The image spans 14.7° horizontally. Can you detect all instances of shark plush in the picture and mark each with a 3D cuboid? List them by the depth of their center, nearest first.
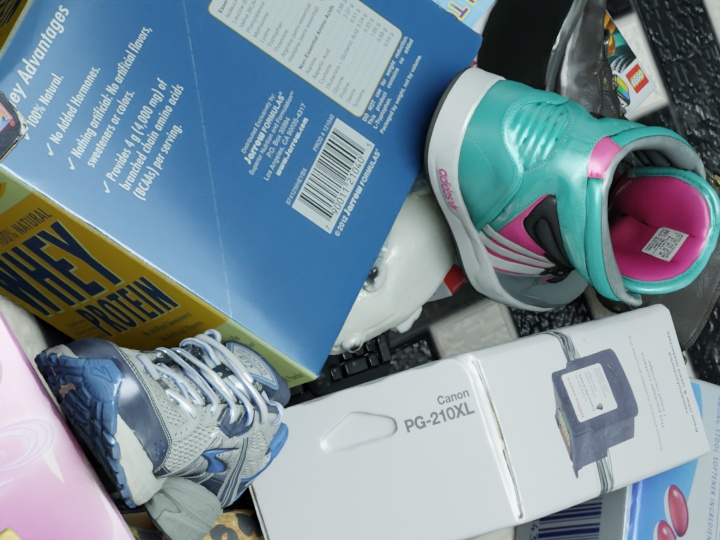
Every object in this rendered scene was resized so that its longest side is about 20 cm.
[{"bbox_3d":[0.000,0.000,1.402,0.200,0.083,0.091,-60,142,-6],"label":"shark plush"}]

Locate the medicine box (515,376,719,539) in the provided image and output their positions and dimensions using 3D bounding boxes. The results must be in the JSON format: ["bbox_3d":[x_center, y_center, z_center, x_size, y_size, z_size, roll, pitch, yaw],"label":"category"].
[{"bbox_3d":[0.187,0.164,1.513,0.200,0.103,0.182,16,73,-32],"label":"medicine box"}]

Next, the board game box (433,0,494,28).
[{"bbox_3d":[0.008,-0.221,1.381,0.196,0.200,0.056,34,22,-15],"label":"board game box"}]

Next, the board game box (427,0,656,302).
[{"bbox_3d":[0.064,-0.092,1.511,0.200,0.035,0.126,-45,107,-33],"label":"board game box"}]

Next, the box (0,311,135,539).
[{"bbox_3d":[-0.193,0.135,1.209,0.176,0.097,0.200,-31,102,-12],"label":"box"}]

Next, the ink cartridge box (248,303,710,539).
[{"bbox_3d":[0.057,0.083,1.359,0.200,0.145,0.084,-11,83,-57],"label":"ink cartridge box"}]

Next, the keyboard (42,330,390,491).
[{"bbox_3d":[-0.070,0.025,1.402,0.200,0.021,0.127,-19,93,-38],"label":"keyboard"}]

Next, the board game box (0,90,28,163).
[{"bbox_3d":[-0.248,-0.007,1.166,0.057,0.200,0.165,48,57,-17],"label":"board game box"}]

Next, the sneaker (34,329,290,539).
[{"bbox_3d":[-0.079,0.057,1.215,0.085,0.200,0.077,-36,74,-2],"label":"sneaker"}]

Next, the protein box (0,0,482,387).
[{"bbox_3d":[-0.088,-0.072,1.314,0.200,0.135,0.199,34,66,-17],"label":"protein box"}]

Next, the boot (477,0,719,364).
[{"bbox_3d":[0.142,-0.066,1.505,0.174,0.069,0.200,23,81,-33],"label":"boot"}]

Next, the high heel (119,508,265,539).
[{"bbox_3d":[-0.127,0.088,1.314,0.200,0.071,0.143,-8,93,-28],"label":"high heel"}]

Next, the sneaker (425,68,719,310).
[{"bbox_3d":[0.113,-0.021,1.327,0.084,0.121,0.200,-62,155,-13],"label":"sneaker"}]

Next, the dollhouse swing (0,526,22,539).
[{"bbox_3d":[-0.150,0.237,1.099,0.200,0.182,0.176,-43,87,-10],"label":"dollhouse swing"}]
